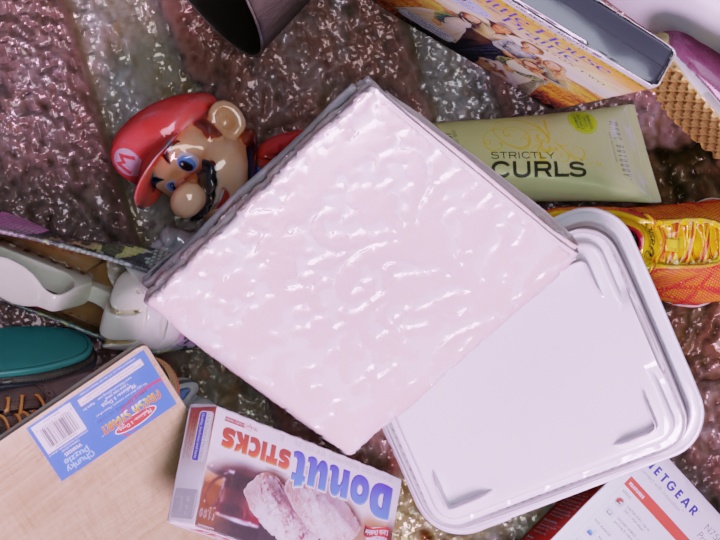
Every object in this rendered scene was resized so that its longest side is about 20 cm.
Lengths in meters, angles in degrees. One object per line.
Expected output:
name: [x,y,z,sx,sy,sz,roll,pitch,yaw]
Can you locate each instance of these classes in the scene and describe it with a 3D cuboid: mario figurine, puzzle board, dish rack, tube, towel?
mario figurine: [-0.063,-0.035,1.497,0.200,0.106,0.124,24,89,-1]
puzzle board: [-0.177,0.148,1.431,0.200,0.017,0.151,-35,125,-8]
dish rack: [0.099,0.068,1.533,0.200,0.044,0.172,-22,95,15]
tube: [0.092,-0.073,1.572,0.199,0.052,0.058,-3,101,-14]
towel: [0.000,0.000,1.459,0.200,0.032,0.191,-42,122,17]

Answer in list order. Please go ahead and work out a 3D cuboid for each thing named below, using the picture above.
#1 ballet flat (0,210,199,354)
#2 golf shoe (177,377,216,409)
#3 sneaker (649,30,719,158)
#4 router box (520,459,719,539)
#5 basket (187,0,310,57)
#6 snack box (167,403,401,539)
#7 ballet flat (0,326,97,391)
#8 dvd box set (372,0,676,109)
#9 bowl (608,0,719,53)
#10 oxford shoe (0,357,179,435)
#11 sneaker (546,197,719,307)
ballet flat: [-0.168,0.012,1.480,0.200,0.071,0.069,17,109,0]
golf shoe: [-0.152,0.159,1.492,0.200,0.078,0.097,-43,84,-9]
sneaker: [0.274,-0.106,1.605,0.200,0.075,0.090,41,82,-19]
router box: [0.185,0.240,1.593,0.179,0.049,0.200,-44,99,-10]
basket: [-0.039,-0.263,1.502,0.200,0.136,0.180,-39,102,-14]
snack box: [-0.043,0.139,1.487,0.200,0.024,0.072,27,69,-52]
ballet flat: [-0.260,0.075,1.485,0.200,0.073,0.073,-4,91,-23]
dvd box set: [0.095,-0.151,1.495,0.146,0.200,0.029,30,83,-12]
bowl: [0.225,-0.262,1.591,0.200,0.075,0.200,38,81,-9]
oxford shoe: [-0.199,0.100,1.433,0.200,0.073,0.071,-29,59,-10]
sneaker: [0.194,-0.010,1.582,0.199,0.077,0.073,-5,89,-15]
